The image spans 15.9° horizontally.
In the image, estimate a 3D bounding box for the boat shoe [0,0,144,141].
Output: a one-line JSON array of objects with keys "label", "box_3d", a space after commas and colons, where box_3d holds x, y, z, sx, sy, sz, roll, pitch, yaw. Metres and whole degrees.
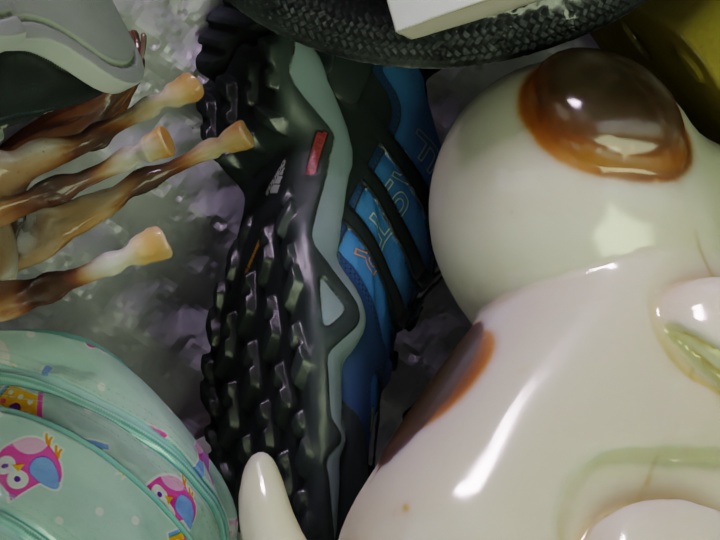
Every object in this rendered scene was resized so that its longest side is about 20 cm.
[{"label": "boat shoe", "box_3d": [-0.114, -0.068, 0.695, 0.060, 0.200, 0.076, -33, 82, 11]}]

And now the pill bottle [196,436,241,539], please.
[{"label": "pill bottle", "box_3d": [0.012, 0.141, 0.902, 0.200, 0.111, 0.111, 26, 97, -28]}]

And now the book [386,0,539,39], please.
[{"label": "book", "box_3d": [0.046, -0.180, 0.731, 0.133, 0.048, 0.200, -16, 87, 11]}]

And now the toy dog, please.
[{"label": "toy dog", "box_3d": [0.062, 0.037, 0.771, 0.193, 0.140, 0.200, 10, 70, -7]}]

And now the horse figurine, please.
[{"label": "horse figurine", "box_3d": [-0.106, -0.016, 0.760, 0.132, 0.200, 0.050, -20, 105, 13]}]

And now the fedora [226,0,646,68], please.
[{"label": "fedora", "box_3d": [0.032, -0.150, 0.802, 0.200, 0.092, 0.201, 0, 88, 6]}]

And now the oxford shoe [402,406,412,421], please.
[{"label": "oxford shoe", "box_3d": [0.085, 0.044, 0.894, 0.200, 0.073, 0.085, -19, 90, -53]}]

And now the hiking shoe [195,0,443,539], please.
[{"label": "hiking shoe", "box_3d": [0.000, 0.000, 0.827, 0.087, 0.074, 0.200, 7, 73, -29]}]

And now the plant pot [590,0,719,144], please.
[{"label": "plant pot", "box_3d": [0.178, -0.097, 0.845, 0.176, 0.200, 0.200, -39, 119, -1]}]

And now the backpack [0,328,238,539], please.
[{"label": "backpack", "box_3d": [-0.136, 0.095, 0.772, 0.167, 0.200, 0.127, 46, 51, -32]}]
